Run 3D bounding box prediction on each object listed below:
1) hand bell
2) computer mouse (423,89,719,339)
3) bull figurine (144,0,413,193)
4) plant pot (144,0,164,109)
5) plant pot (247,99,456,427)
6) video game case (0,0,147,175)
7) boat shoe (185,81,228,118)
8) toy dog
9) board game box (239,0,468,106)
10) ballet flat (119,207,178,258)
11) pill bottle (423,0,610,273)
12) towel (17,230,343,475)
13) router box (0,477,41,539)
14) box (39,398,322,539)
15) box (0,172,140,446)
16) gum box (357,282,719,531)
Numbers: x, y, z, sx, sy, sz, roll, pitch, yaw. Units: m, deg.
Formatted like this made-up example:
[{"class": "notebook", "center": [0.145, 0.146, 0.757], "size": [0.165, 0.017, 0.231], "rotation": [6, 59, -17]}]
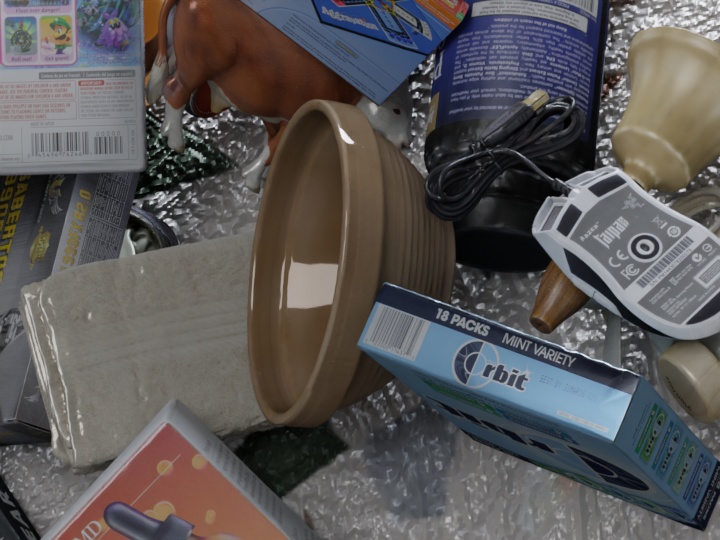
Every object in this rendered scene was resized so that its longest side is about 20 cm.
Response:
[{"class": "hand bell", "center": [0.158, -0.042, 1.445], "size": [0.104, 0.104, 0.200], "rotation": [23, 63, 29]}, {"class": "computer mouse", "center": [0.139, -0.020, 1.383], "size": [0.109, 0.044, 0.200], "rotation": [-39, 62, -18]}, {"class": "bull figurine", "center": [-0.061, -0.119, 1.584], "size": [0.122, 0.199, 0.065], "rotation": [-53, 26, 16]}, {"class": "plant pot", "center": [-0.262, -0.166, 1.672], "size": [0.182, 0.200, 0.202], "rotation": [-26, 61, 31]}, {"class": "plant pot", "center": [0.000, 0.000, 1.464], "size": [0.092, 0.201, 0.203], "rotation": [7, 69, -17]}, {"class": "video game case", "center": [-0.239, -0.153, 1.530], "size": [0.198, 0.024, 0.184], "rotation": [-2, 91, -1]}, {"class": "boat shoe", "center": [-0.043, -0.169, 1.635], "size": [0.200, 0.071, 0.063], "rotation": [-38, 56, -1]}, {"class": "toy dog", "center": [0.202, 0.044, 1.432], "size": [0.131, 0.097, 0.200], "rotation": [-23, 27, 2]}, {"class": "board game box", "center": [-0.038, -0.195, 1.505], "size": [0.103, 0.199, 0.020], "rotation": [-42, 15, 46]}, {"class": "ballet flat", "center": [-0.158, 0.049, 1.601], "size": [0.071, 0.072, 0.202], "rotation": [-10, 67, 20]}, {"class": "pill bottle", "center": [0.099, -0.107, 1.524], "size": [0.111, 0.112, 0.202], "rotation": [-1, 70, 23]}, {"class": "towel", "center": [-0.116, 0.051, 1.539], "size": [0.198, 0.034, 0.134], "rotation": [-11, 77, -21]}, {"class": "router box", "center": [-0.269, 0.236, 1.587], "size": [0.149, 0.051, 0.200], "rotation": [-40, 62, 3]}, {"class": "box", "center": [-0.097, 0.205, 1.445], "size": [0.200, 0.106, 0.152], "rotation": [44, 92, -4]}, {"class": "box", "center": [-0.227, 0.018, 1.614], "size": [0.158, 0.048, 0.202], "rotation": [-9, 64, 55]}, {"class": "gum box", "center": [0.111, 0.083, 1.397], "size": [0.169, 0.200, 0.045], "rotation": [20, 80, 28]}]
